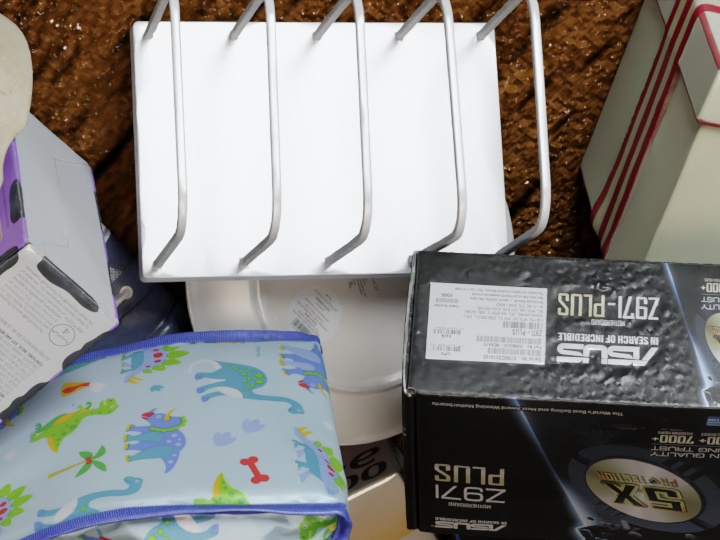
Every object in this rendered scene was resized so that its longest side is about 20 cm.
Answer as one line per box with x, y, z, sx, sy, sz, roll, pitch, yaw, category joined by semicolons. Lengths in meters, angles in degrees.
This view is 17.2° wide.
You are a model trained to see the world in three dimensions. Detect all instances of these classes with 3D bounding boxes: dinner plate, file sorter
0.000;0.000;1.319;0.200;0.024;0.200;-3;99;-22;dinner plate
-0.010;-0.073;1.231;0.200;0.125;0.139;-1;81;-13;file sorter

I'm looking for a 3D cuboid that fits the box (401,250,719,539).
0.123;0.070;1.244;0.200;0.086;0.164;3;149;3;box

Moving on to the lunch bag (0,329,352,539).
-0.113;0.119;1.230;0.200;0.170;0.128;2;119;-9;lunch bag

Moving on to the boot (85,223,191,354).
-0.188;0.068;1.324;0.090;0.073;0.200;43;99;-12;boot

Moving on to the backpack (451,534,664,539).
0.142;0.175;1.409;0.134;0.183;0.200;-31;145;16;backpack

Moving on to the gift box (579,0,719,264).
0.242;-0.077;1.293;0.200;0.185;0.187;7;124;-15;gift box

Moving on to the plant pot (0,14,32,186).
-0.270;-0.096;1.166;0.183;0.201;0.201;24;113;-37;plant pot

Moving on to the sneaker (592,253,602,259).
0.144;0.017;1.404;0.200;0.073;0.082;-8;95;-4;sneaker

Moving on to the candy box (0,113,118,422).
-0.229;0.026;1.249;0.200;0.168;0.072;-39;120;13;candy box

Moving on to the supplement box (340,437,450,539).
0.000;0.199;1.467;0.126;0.074;0.200;-27;123;4;supplement box
